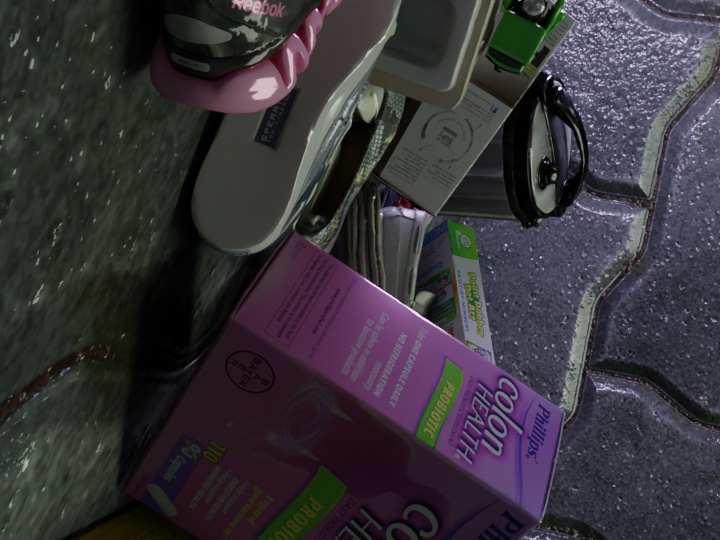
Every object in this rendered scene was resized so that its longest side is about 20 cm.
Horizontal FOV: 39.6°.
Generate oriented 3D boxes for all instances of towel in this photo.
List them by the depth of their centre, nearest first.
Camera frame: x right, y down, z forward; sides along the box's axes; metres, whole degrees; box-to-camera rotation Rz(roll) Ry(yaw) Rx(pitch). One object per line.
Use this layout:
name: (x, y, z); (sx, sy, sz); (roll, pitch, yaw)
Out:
towel: (0.000, 0.000, 0.929); (0.200, 0.034, 0.133); (115, -27, -79)

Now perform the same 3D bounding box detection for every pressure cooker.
pressure cooker: (0.161, -0.140, 1.146); (0.176, 0.200, 0.179); (14, 82, -62)

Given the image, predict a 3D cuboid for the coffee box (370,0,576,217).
coffee box: (0.082, -0.154, 0.867); (0.200, 0.080, 0.113); (-55, -168, 4)

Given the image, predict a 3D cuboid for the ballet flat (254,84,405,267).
ballet flat: (-0.019, -0.090, 0.683); (0.072, 0.072, 0.200); (87, 25, -71)

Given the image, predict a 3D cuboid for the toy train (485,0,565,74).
toy train: (0.112, -0.167, 0.708); (0.056, 0.042, 0.200); (-63, 178, 12)

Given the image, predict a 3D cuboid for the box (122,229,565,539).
box: (-0.013, 0.110, 0.608); (0.176, 0.200, 0.097); (-54, -175, 37)

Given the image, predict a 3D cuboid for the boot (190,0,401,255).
boot: (-0.036, -0.102, 0.577); (0.200, 0.073, 0.090); (-61, 179, 1)

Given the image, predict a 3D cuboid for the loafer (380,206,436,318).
loafer: (0.044, 0.035, 1.018); (0.070, 0.070, 0.200); (-154, -118, -86)

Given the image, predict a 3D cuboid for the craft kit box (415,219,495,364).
craft kit box: (0.056, 0.077, 1.081); (0.200, 0.049, 0.198); (-34, -131, 44)

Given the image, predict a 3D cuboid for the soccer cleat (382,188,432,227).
soccer cleat: (0.044, -0.055, 1.226); (0.200, 0.067, 0.076); (-66, 166, -6)

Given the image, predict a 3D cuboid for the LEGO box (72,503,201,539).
LEGO box: (-0.148, 0.233, 0.600); (0.200, 0.077, 0.149); (24, 87, -82)

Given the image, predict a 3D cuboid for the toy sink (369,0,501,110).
toy sink: (0.038, -0.191, 0.649); (0.200, 0.112, 0.130); (-57, 165, -56)

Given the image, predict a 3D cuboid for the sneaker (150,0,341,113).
sneaker: (-0.032, -0.161, 0.439); (0.095, 0.079, 0.200); (83, 26, -50)
